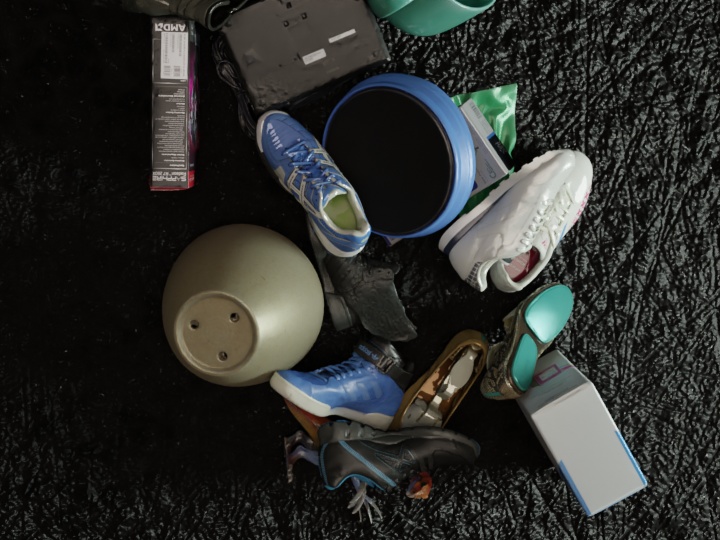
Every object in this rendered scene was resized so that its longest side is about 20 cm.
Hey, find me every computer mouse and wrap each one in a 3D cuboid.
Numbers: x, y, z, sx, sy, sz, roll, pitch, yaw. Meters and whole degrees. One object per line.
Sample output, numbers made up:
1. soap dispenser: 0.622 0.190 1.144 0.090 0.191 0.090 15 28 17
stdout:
1. computer mouse: -0.070 -0.255 1.483 0.199 0.053 0.139 -24 86 5

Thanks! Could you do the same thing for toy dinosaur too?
1. toy dinosaur: -0.003 0.231 1.514 0.181 0.105 0.201 -4 95 -6

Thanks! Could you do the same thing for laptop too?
1. laptop: -0.083 -0.316 1.457 0.177 0.103 0.201 -22 107 5

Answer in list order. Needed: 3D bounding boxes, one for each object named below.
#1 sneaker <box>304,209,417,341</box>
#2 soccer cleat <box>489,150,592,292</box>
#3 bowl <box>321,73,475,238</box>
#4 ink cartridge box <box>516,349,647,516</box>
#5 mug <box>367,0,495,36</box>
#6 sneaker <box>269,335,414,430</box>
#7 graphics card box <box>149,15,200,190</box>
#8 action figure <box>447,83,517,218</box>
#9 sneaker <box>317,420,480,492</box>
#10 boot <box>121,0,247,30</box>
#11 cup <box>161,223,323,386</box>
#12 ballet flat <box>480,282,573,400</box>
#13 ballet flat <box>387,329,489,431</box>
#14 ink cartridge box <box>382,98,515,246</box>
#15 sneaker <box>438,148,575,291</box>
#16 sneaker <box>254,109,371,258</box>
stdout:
1. sneaker: 0.000 0.000 1.513 0.104 0.060 0.201 -15 102 -1
2. soccer cleat: 0.233 -0.057 1.509 0.070 0.086 0.200 31 93 -7
3. bowl: 0.040 -0.133 1.451 0.200 0.039 0.202 12 113 29
4. ink cartridge box: 0.258 0.192 1.483 0.084 0.200 0.145 -30 97 3
5. mug: 0.064 -0.355 1.422 0.185 0.114 0.153 -1 77 -44
6. sneaker: -0.015 0.122 1.479 0.200 0.077 0.112 22 98 -40
7. graphics card box: -0.219 -0.197 1.439 0.051 0.125 0.201 0 96 -2
8. action figure: 0.148 -0.124 1.512 0.118 0.055 0.201 -10 104 -5
9. sneaker: 0.046 0.230 1.473 0.199 0.073 0.082 3 73 -4
10. boot: -0.178 -0.340 1.398 0.130 0.200 0.068 15 136 11
11. cup: -0.152 0.056 1.441 0.199 0.143 0.201 2 103 7
12. ballet flat: 0.197 0.086 1.511 0.068 0.075 0.200 54 45 -19
13. ballet flat: 0.094 0.160 1.533 0.068 0.063 0.200 32 93 -7
14. ink cartridge box: 0.084 -0.117 1.483 0.200 0.039 0.100 -31 97 36
15. sneaker: 0.189 -0.064 1.457 0.200 0.076 0.081 -44 70 18
16. sneaker: -0.049 -0.108 1.435 0.076 0.077 0.200 -39 96 -18
